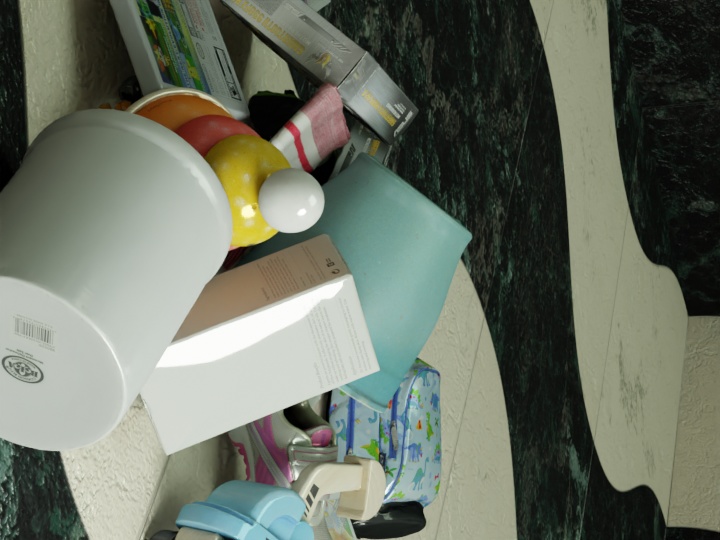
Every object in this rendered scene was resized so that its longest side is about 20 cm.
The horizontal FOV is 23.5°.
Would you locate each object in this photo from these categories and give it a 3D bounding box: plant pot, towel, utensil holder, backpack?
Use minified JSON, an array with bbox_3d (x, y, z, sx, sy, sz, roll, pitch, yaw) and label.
[{"bbox_3d":[0.000,0.000,1.634,0.188,0.200,0.200,-52,156,2],"label":"plant pot"},{"bbox_3d":[-0.085,-0.076,1.575,0.200,0.023,0.144,-48,169,-5],"label":"towel"},{"bbox_3d":[-0.204,0.007,1.247,0.200,0.170,0.170,-65,146,-48],"label":"utensil holder"},{"bbox_3d":[0.024,0.187,1.918,0.163,0.154,0.200,24,51,-61],"label":"backpack"}]

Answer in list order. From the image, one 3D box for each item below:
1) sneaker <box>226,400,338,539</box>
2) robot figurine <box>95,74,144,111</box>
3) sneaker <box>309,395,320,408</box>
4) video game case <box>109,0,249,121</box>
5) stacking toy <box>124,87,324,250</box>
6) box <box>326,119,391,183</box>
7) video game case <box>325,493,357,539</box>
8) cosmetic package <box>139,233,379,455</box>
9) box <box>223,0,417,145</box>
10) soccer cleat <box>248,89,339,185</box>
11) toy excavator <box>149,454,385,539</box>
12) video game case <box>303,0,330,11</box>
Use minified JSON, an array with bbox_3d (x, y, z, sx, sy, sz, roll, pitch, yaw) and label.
[{"bbox_3d":[-0.063,0.186,1.644,0.081,0.088,0.200,-10,77,-60],"label":"sneaker"},{"bbox_3d":[-0.174,-0.096,1.507,0.200,0.058,0.145,12,74,-70],"label":"robot figurine"},{"bbox_3d":[-0.064,0.104,1.789,0.200,0.074,0.087,-37,139,-64],"label":"sneaker"},{"bbox_3d":[-0.172,-0.231,1.501,0.200,0.022,0.182,70,18,9],"label":"video game case"},{"bbox_3d":[-0.101,-0.062,1.350,0.146,0.200,0.146,-10,106,-37],"label":"stacking toy"},{"bbox_3d":[-0.016,-0.055,1.838,0.200,0.048,0.159,-69,174,-59],"label":"box"},{"bbox_3d":[-0.049,0.300,1.686,0.182,0.023,0.200,4,63,-57],"label":"video game case"},{"bbox_3d":[-0.097,0.062,1.469,0.085,0.200,0.108,-121,-166,-57],"label":"cosmetic package"},{"bbox_3d":[-0.049,-0.218,1.680,0.048,0.200,0.158,-50,156,2],"label":"box"},{"bbox_3d":[-0.066,-0.124,1.805,0.200,0.067,0.081,50,42,-63],"label":"soccer cleat"},{"bbox_3d":[-0.069,0.224,1.541,0.194,0.100,0.200,45,62,-40],"label":"toy excavator"},{"bbox_3d":[-0.085,-0.364,1.858,0.182,0.022,0.200,-52,135,-62],"label":"video game case"}]
